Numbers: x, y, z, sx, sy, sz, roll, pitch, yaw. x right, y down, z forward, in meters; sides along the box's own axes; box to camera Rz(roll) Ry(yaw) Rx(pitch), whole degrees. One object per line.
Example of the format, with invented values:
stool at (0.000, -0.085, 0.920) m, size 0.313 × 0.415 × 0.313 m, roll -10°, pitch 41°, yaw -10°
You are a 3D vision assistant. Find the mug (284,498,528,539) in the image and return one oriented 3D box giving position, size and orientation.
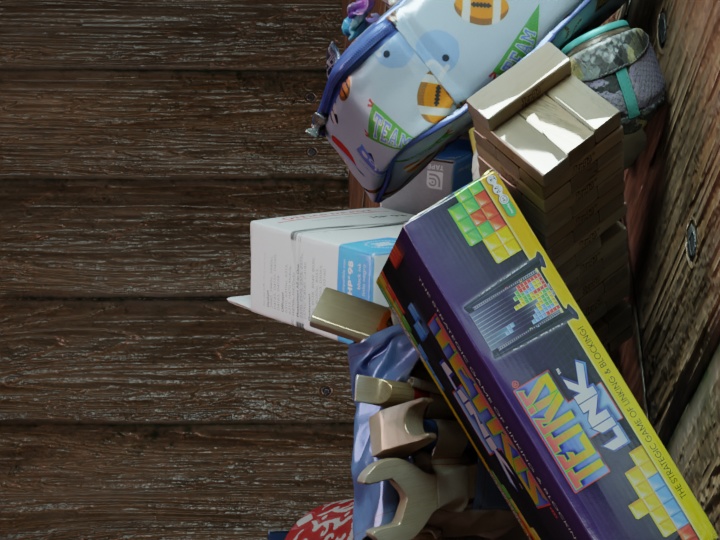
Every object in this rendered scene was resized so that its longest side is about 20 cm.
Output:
mug at (0.039, 0.225, 1.243) m, size 0.200 × 0.133 × 0.179 m, roll -13°, pitch 90°, yaw 59°

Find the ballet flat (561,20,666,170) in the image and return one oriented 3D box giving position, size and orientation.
ballet flat at (0.122, -0.081, 1.021) m, size 0.200 × 0.071 × 0.073 m, roll 129°, pitch 141°, yaw -86°

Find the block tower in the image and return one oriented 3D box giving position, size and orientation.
block tower at (0.100, -0.022, 0.965) m, size 0.058 × 0.054 × 0.200 m, roll 43°, pitch 162°, yaw 33°

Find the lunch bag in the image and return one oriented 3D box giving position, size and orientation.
lunch bag at (0.060, -0.122, 1.010) m, size 0.076 × 0.200 × 0.160 m, roll 51°, pitch 170°, yaw 3°

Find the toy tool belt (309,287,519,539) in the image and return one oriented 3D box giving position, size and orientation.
toy tool belt at (0.029, 0.107, 1.063) m, size 0.125 × 0.122 × 0.201 m, roll 130°, pitch 143°, yaw -55°

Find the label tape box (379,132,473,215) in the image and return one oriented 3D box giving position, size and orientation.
label tape box at (0.065, -0.003, 1.444) m, size 0.144 × 0.063 × 0.201 m, roll -30°, pitch -55°, yaw -63°

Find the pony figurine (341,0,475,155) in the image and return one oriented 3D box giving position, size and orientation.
pony figurine at (0.046, -0.185, 1.221) m, size 0.200 × 0.165 × 0.194 m, roll 63°, pitch -155°, yaw -49°

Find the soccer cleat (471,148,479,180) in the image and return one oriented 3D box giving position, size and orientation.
soccer cleat at (0.109, -0.092, 1.171) m, size 0.078 × 0.069 × 0.201 m, roll -116°, pitch 29°, yaw -74°

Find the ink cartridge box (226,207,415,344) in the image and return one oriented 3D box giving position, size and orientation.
ink cartridge box at (0.000, 0.000, 1.301) m, size 0.200 × 0.115 × 0.067 m, roll 16°, pitch 109°, yaw 56°

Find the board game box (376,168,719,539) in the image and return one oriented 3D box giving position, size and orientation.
board game box at (0.085, 0.064, 0.936) m, size 0.201 × 0.056 × 0.165 m, roll 59°, pitch 173°, yaw 7°

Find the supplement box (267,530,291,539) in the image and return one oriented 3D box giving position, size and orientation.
supplement box at (0.025, 0.311, 1.414) m, size 0.200 × 0.198 × 0.135 m, roll -94°, pitch 6°, yaw -55°
